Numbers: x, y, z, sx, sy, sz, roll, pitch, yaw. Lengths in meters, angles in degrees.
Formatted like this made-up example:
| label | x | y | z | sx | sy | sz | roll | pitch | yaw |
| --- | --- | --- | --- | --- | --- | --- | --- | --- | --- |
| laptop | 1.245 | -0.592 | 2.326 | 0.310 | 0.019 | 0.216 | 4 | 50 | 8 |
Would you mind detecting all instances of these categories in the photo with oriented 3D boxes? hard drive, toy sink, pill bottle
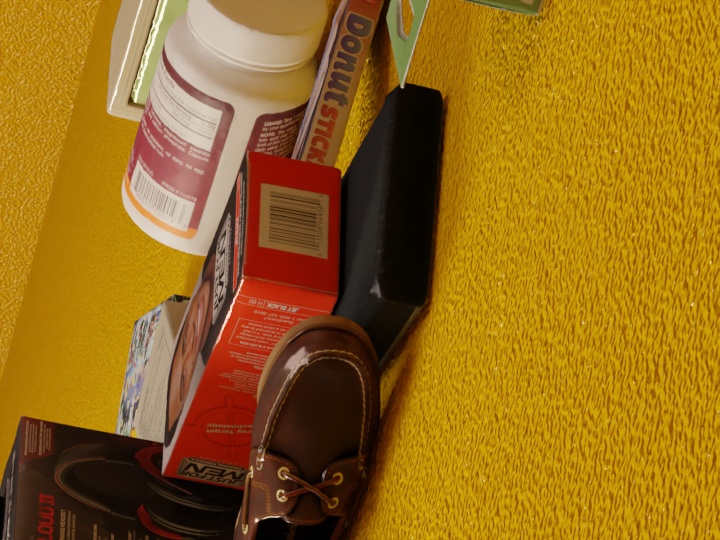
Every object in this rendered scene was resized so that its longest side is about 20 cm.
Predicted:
| label | x | y | z | sx | sy | sz | roll | pitch | yaw |
| --- | --- | --- | --- | --- | --- | --- | --- | --- | --- |
| hard drive | 0.000 | 0.000 | 1.547 | 0.200 | 0.033 | 0.140 | 121 | 158 | -59 |
| toy sink | -0.106 | -0.208 | 2.022 | 0.112 | 0.130 | 0.200 | -92 | 19 | -49 |
| pill bottle | -0.096 | -0.119 | 1.923 | 0.114 | 0.114 | 0.200 | -93 | 19 | -50 |

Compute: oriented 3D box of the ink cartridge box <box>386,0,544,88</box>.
| label | x | y | z | sx | sy | sz | roll | pitch | yaw |
| --- | --- | --- | --- | --- | --- | --- | --- | --- | --- |
| ink cartridge box | 0.070 | -0.193 | 1.341 | 0.104 | 0.059 | 0.200 | -101 | 25 | -63 |

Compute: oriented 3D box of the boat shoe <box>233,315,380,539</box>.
| label | x | y | z | sx | sy | sz | roll | pitch | yaw |
| --- | --- | --- | --- | --- | --- | --- | --- | --- | --- |
| boat shoe | -0.029 | 0.118 | 1.490 | 0.070 | 0.070 | 0.200 | -92 | 10 | -52 |

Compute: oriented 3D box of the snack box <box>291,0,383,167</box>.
| label | x | y | z | sx | sy | sz | roll | pitch | yaw |
| --- | --- | --- | --- | --- | --- | --- | --- | --- | --- |
| snack box | -0.019 | -0.104 | 1.688 | 0.072 | 0.024 | 0.200 | 116 | 172 | -52 |

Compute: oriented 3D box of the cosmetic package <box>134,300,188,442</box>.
| label | x | y | z | sx | sy | sz | roll | pitch | yaw |
| --- | --- | --- | --- | --- | --- | --- | --- | --- | --- |
| cosmetic package | -0.107 | 0.102 | 1.859 | 0.200 | 0.071 | 0.105 | -113 | 36 | -70 |

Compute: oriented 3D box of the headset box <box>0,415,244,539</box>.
| label | x | y | z | sx | sy | sz | roll | pitch | yaw |
| --- | --- | --- | --- | --- | --- | --- | --- | --- | --- |
| headset box | -0.142 | 0.172 | 1.642 | 0.149 | 0.200 | 0.075 | -96 | 21 | -59 |

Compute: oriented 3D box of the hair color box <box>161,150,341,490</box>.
| label | x | y | z | sx | sy | sz | roll | pitch | yaw |
| --- | --- | --- | --- | --- | --- | --- | --- | --- | --- |
| hair color box | -0.066 | 0.033 | 1.598 | 0.200 | 0.061 | 0.102 | 113 | 163 | -47 |

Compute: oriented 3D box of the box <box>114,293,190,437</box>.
| label | x | y | z | sx | sy | sz | roll | pitch | yaw |
| --- | --- | --- | --- | --- | --- | --- | --- | --- | --- |
| box | -0.166 | 0.100 | 2.223 | 0.200 | 0.040 | 0.137 | 150 | 130 | -74 |
